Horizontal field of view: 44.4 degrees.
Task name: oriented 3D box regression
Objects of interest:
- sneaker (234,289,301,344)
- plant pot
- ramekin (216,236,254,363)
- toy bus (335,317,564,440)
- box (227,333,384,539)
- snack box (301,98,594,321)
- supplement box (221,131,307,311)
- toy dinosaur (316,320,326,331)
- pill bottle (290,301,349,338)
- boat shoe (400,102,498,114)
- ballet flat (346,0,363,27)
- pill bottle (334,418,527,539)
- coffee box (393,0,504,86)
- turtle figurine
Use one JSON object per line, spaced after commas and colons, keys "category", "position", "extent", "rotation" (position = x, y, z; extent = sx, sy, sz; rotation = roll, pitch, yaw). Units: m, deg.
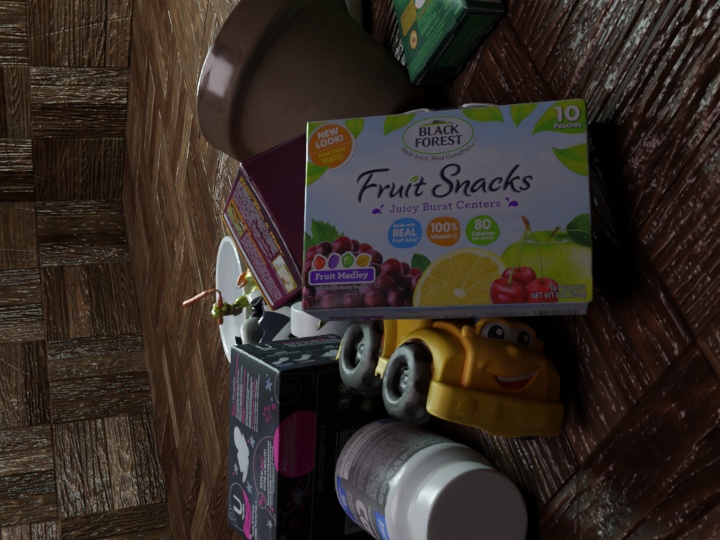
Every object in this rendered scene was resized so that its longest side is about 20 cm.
{"category": "sneaker", "position": [-0.094, 0.094, 1.128], "extent": [0.080, 0.129, 0.200], "rotation": [-122, 21, -48]}
{"category": "plant pot", "position": [-0.033, -0.169, 0.866], "extent": [0.174, 0.200, 0.201], "rotation": [33, 135, 17]}
{"category": "ramekin", "position": [-0.156, 0.046, 1.361], "extent": [0.200, 0.097, 0.202], "rotation": [177, 90, -70]}
{"category": "toy bus", "position": [0.084, 0.026, 0.712], "extent": [0.200, 0.135, 0.193], "rotation": [21, 96, 66]}
{"category": "box", "position": [-0.057, 0.178, 0.917], "extent": [0.115, 0.132, 0.201], "rotation": [18, 108, 54]}
{"category": "snack box", "position": [0.061, -0.039, 0.624], "extent": [0.053, 0.199, 0.143], "rotation": [42, -133, -70]}
{"category": "supplement box", "position": [-0.054, -0.039, 0.774], "extent": [0.111, 0.085, 0.200], "rotation": [61, 164, 1]}
{"category": "toy dinosaur", "position": [0.000, 0.000, 0.950], "extent": [0.200, 0.047, 0.089], "rotation": [-40, -35, -71]}
{"category": "pill bottle", "position": [-0.036, 0.140, 1.043], "extent": [0.110, 0.109, 0.201], "rotation": [-157, 65, -67]}
{"category": "boat shoe", "position": [0.049, -0.099, 0.752], "extent": [0.199, 0.060, 0.076], "rotation": [4, 130, 38]}
{"category": "ballet flat", "position": [-0.035, -0.263, 1.010], "extent": [0.201, 0.071, 0.071], "rotation": [-62, 26, 3]}
{"category": "pill bottle", "position": [0.059, 0.205, 0.797], "extent": [0.200, 0.113, 0.114], "rotation": [180, 86, -70]}
{"category": "coffee box", "position": [0.067, -0.285, 0.795], "extent": [0.123, 0.044, 0.201], "rotation": [133, 130, -62]}
{"category": "turtle figurine", "position": [-0.132, 0.058, 1.230], "extent": [0.064, 0.199, 0.162], "rotation": [-149, 36, -81]}
